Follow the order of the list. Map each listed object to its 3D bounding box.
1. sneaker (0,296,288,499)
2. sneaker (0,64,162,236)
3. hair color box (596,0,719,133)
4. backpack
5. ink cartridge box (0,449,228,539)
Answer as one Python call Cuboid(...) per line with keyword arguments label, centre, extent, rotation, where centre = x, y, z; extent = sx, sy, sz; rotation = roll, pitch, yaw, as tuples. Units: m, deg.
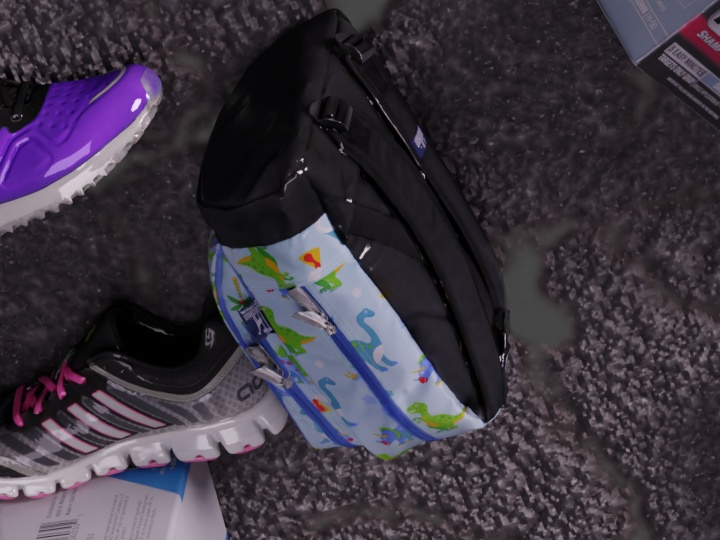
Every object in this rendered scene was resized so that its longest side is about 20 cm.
Cuboid(label="sneaker", centre=(-0.143, 0.062, 1.228), extent=(0.200, 0.074, 0.088), rotation=(-11, 115, 3))
Cuboid(label="sneaker", centre=(-0.201, -0.069, 1.168), extent=(0.200, 0.070, 0.100), rotation=(-27, 109, 15))
Cuboid(label="hair color box", centre=(0.219, -0.158, 1.082), extent=(0.200, 0.061, 0.099), rotation=(-39, 141, 19))
Cuboid(label="backpack", centre=(0.000, 0.000, 1.153), extent=(0.154, 0.163, 0.200), rotation=(-35, 116, 27))
Cuboid(label="ink cartridge box", centre=(-0.182, 0.164, 1.237), extent=(0.200, 0.147, 0.086), rotation=(-10, 117, 9))
